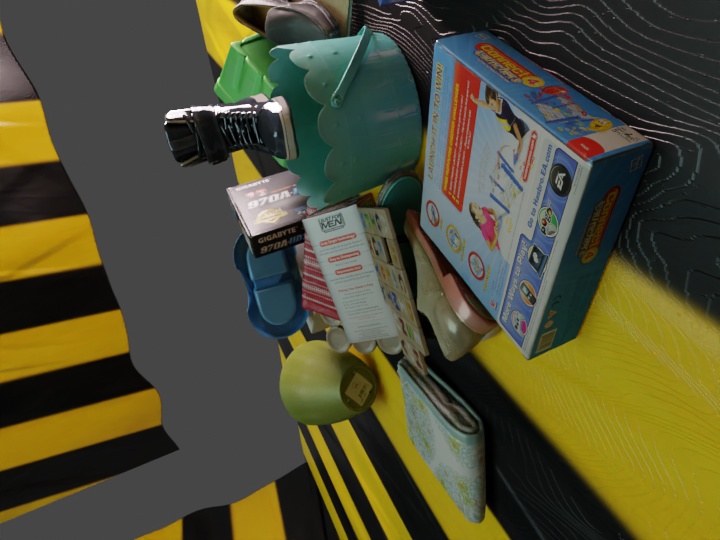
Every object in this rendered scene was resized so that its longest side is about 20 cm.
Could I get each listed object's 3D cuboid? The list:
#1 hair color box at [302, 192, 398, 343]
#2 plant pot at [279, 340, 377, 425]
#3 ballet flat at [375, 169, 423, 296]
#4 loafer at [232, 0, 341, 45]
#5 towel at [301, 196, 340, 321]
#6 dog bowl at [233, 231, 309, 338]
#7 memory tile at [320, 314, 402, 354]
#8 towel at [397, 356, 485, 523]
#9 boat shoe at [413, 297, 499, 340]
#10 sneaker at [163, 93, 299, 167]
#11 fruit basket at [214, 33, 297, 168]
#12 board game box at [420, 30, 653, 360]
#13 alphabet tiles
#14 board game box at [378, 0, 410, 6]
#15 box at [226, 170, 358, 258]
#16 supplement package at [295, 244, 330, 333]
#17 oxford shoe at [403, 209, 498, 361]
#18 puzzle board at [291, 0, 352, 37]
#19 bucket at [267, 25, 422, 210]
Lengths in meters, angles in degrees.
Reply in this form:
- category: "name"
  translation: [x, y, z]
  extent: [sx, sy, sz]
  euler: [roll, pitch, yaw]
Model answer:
- category: "hair color box"
  translation: [0.000, 0.000, 0.825]
  extent: [0.100, 0.061, 0.204]
  euler: [-11, 107, 31]
- category: "plant pot"
  translation: [-0.051, 0.245, 1.200]
  extent: [0.199, 0.184, 0.191]
  euler: [-13, 96, 58]
- category: "ballet flat"
  translation: [0.049, -0.054, 0.738]
  extent: [0.076, 0.066, 0.203]
  euler: [-104, 6, -51]
- category: "loafer"
  translation: [-0.102, -0.337, 0.779]
  extent: [0.199, 0.072, 0.074]
  euler: [36, 144, 37]
- category: "towel"
  translation: [-0.027, -0.005, 0.889]
  extent: [0.142, 0.022, 0.204]
  euler: [17, 120, 19]
- category: "dog bowl"
  translation: [-0.157, 0.017, 0.996]
  extent: [0.050, 0.109, 0.205]
  euler: [-141, 37, -79]
- category: "memory tile"
  translation: [-0.009, 0.045, 0.931]
  extent: [0.150, 0.017, 0.205]
  euler: [-3, 109, 27]
- category: "towel"
  translation: [0.121, 0.238, 0.824]
  extent: [0.200, 0.047, 0.174]
  euler: [-134, 28, -56]
- category: "boat shoe"
  translation: [0.101, 0.058, 0.682]
  extent: [0.200, 0.055, 0.070]
  euler: [162, 90, -73]
- category: "sneaker"
  translation: [-0.160, -0.165, 0.686]
  extent: [0.202, 0.143, 0.079]
  euler: [-141, 37, -60]
- category: "fruit basket"
  translation: [-0.120, -0.250, 0.899]
  extent: [0.214, 0.154, 0.219]
  euler: [37, 146, 31]
- category: "board game box"
  translation: [0.126, -0.065, 0.481]
  extent: [0.203, 0.055, 0.197]
  euler: [90, 156, -45]
- category: "alphabet tiles"
  translation: [0.041, 0.021, 0.689]
  extent: [0.167, 0.007, 0.205]
  euler: [-148, 41, -78]
- category: "board game box"
  translation: [0.038, -0.359, 0.486]
  extent: [0.200, 0.044, 0.137]
  euler: [134, 117, -71]
- category: "box"
  translation: [-0.113, -0.111, 0.952]
  extent: [0.160, 0.196, 0.047]
  euler: [-125, 22, -45]
- category: "supplement package"
  translation: [-0.075, -0.007, 1.074]
  extent: [0.118, 0.115, 0.203]
  euler: [106, 142, -60]
- category: "oxford shoe"
  translation: [0.079, 0.007, 0.614]
  extent: [0.074, 0.070, 0.202]
  euler: [-54, 32, 28]
- category: "puzzle board"
  translation: [-0.073, -0.400, 0.769]
  extent: [0.200, 0.017, 0.152]
  euler: [45, 148, 26]
- category: "bucket"
  translation: [-0.022, -0.189, 0.694]
  extent: [0.207, 0.132, 0.212]
  euler: [161, 90, -72]
